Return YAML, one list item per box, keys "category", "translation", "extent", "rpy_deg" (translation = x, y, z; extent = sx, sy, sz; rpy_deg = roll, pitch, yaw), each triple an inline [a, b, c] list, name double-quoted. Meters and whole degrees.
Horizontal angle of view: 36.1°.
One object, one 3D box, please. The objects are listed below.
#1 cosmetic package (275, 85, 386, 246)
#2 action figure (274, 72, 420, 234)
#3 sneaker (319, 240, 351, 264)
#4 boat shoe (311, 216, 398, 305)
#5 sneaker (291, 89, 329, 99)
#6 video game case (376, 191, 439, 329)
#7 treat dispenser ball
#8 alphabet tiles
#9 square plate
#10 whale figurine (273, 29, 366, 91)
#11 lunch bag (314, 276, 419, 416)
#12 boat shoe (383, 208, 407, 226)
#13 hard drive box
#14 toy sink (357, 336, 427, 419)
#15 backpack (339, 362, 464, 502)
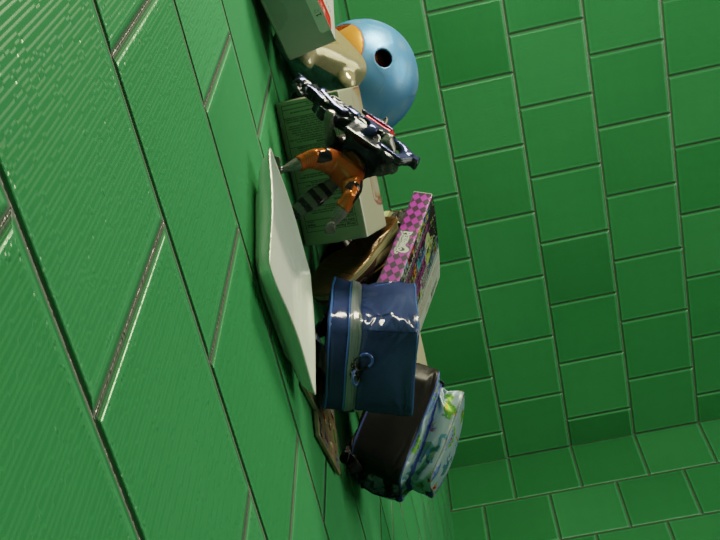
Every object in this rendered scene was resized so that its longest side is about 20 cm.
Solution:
- category: "cosmetic package"
  translation: [-0.039, -0.145, 1.538]
  extent: [0.087, 0.102, 0.203]
  rpy_deg: [-30, 112, -65]
- category: "action figure"
  translation: [-0.036, -0.152, 1.420]
  extent: [0.200, 0.193, 0.105]
  rpy_deg: [41, -39, 14]
- category: "sneaker"
  translation: [-0.026, 0.031, 1.658]
  extent: [0.070, 0.098, 0.203]
  rpy_deg: [32, -66, 46]
- category: "boat shoe"
  translation: [0.000, 0.000, 1.560]
  extent: [0.200, 0.071, 0.073]
  rpy_deg: [-49, 132, -46]
- category: "sneaker"
  translation: [-0.050, -0.220, 1.633]
  extent: [0.200, 0.066, 0.091]
  rpy_deg: [38, -19, 53]
- category: "video game case"
  translation: [0.072, 0.019, 1.624]
  extent: [0.183, 0.035, 0.202]
  rpy_deg: [80, 25, -48]
- category: "treat dispenser ball"
  translation: [0.003, -0.339, 1.947]
  extent: [0.201, 0.197, 0.204]
  rpy_deg: [-11, 90, -85]
- category: "alphabet tiles"
  translation: [-0.055, 0.142, 1.383]
  extent: [0.201, 0.007, 0.169]
  rpy_deg: [70, 11, -57]
- category: "square plate"
  translation: [-0.085, 0.003, 1.228]
  extent: [0.200, 0.028, 0.202]
  rpy_deg: [-95, 172, -47]
- category: "whale figurine"
  translation: [-0.075, -0.317, 1.696]
  extent: [0.159, 0.104, 0.200]
  rpy_deg: [47, 22, 10]
- category: "lunch bag"
  translation: [0.003, 0.095, 1.378]
  extent: [0.200, 0.130, 0.138]
  rpy_deg: [-86, 180, -74]
- category: "boat shoe"
  translation: [0.064, -0.062, 1.747]
  extent: [0.200, 0.064, 0.074]
  rpy_deg: [-95, 164, -70]
- category: "hard drive box"
  translation: [-0.099, -0.418, 1.562]
  extent: [0.201, 0.076, 0.157]
  rpy_deg: [-94, 161, -52]
- category: "toy sink"
  translation: [0.049, 0.184, 1.854]
  extent: [0.201, 0.110, 0.132]
  rpy_deg: [-81, 160, -61]
- category: "backpack"
  translation: [0.064, 0.238, 1.569]
  extent: [0.200, 0.145, 0.185]
  rpy_deg: [91, 20, -69]
